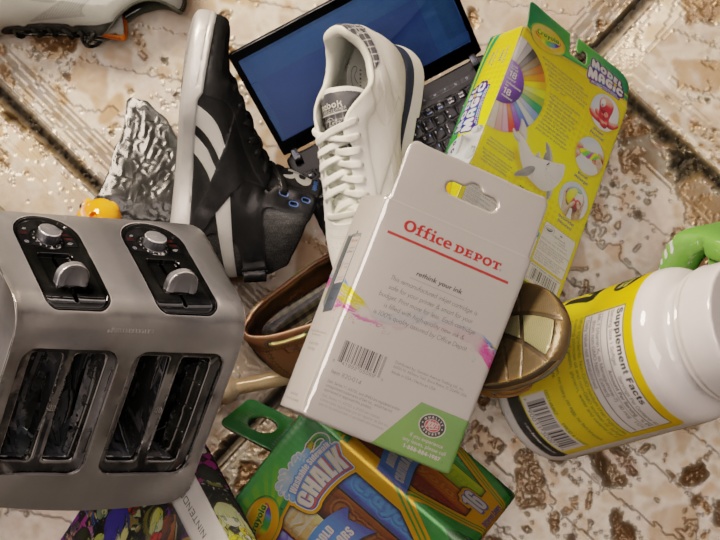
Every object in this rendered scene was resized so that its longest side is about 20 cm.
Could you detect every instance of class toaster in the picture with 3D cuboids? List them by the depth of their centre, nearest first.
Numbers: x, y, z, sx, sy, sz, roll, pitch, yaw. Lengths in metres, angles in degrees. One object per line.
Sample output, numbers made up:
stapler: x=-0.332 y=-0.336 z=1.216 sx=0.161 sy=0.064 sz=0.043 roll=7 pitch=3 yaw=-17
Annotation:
toaster: x=-0.198 y=0.067 z=1.430 sx=0.180 sy=0.119 sz=0.201 roll=5 pitch=120 yaw=-33

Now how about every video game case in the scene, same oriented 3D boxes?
video game case: x=-0.159 y=0.225 z=1.506 sx=0.200 sy=0.036 sz=0.182 roll=-55 pitch=40 yaw=19

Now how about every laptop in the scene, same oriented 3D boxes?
laptop: x=0.027 y=-0.107 z=1.565 sx=0.177 sy=0.103 sz=0.201 roll=-27 pitch=84 yaw=2

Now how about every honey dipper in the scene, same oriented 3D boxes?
honey dipper: x=-0.018 y=0.073 z=1.589 sx=0.199 sy=0.038 sz=0.038 roll=-10 pitch=85 yaw=5

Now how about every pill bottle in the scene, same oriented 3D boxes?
pill bottle: x=0.202 y=0.063 z=1.486 sx=0.199 sy=0.114 sz=0.115 roll=-21 pitch=83 yaw=44

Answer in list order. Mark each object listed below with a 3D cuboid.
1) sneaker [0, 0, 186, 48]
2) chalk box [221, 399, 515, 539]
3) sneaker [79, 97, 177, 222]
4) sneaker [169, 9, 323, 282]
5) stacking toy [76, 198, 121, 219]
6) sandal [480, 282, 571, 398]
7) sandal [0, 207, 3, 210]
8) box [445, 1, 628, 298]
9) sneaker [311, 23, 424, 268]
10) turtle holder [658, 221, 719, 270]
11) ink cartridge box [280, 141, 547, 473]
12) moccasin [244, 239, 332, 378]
sneaker: x=-0.228 y=-0.205 z=1.608 sx=0.199 sy=0.074 sz=0.080 roll=-18 pitch=90 yaw=2
chalk box: x=-0.010 y=0.158 z=1.520 sx=0.200 sy=0.125 sz=0.124 roll=41 pitch=113 yaw=5
sneaker: x=-0.173 y=-0.024 z=1.598 sx=0.104 sy=0.060 sz=0.201 roll=23 pitch=83 yaw=6
sneaker: x=-0.080 y=-0.090 z=1.530 sx=0.111 sy=0.073 sz=0.201 roll=5 pitch=108 yaw=-6
stacking toy: x=-0.248 y=0.010 z=1.499 sx=0.200 sy=0.110 sz=0.116 roll=-36 pitch=64 yaw=16
sandal: x=0.099 y=0.063 z=1.483 sx=0.054 sy=0.200 sz=0.081 roll=23 pitch=66 yaw=-20
sandal: x=-0.254 y=-0.006 z=1.588 sx=0.199 sy=0.054 sz=0.081 roll=27 pitch=113 yaw=25
box: x=0.124 y=-0.088 z=1.538 sx=0.117 sy=0.048 sz=0.201 roll=34 pitch=67 yaw=-27
sneaker: x=-0.004 y=-0.075 z=1.483 sx=0.076 sy=0.080 sz=0.201 roll=-8 pitch=75 yaw=28
turtle holder: x=0.312 y=0.011 z=1.519 sx=0.184 sy=0.141 sz=0.133 roll=-11 pitch=102 yaw=-6
ink cartridge box: x=0.038 y=0.023 z=1.427 sx=0.117 sy=0.067 sz=0.201 roll=23 pitch=86 yaw=-14
moccasin: x=-0.001 y=-0.001 z=1.548 sx=0.201 sy=0.078 sz=0.074 roll=-31 pitch=54 yaw=8
